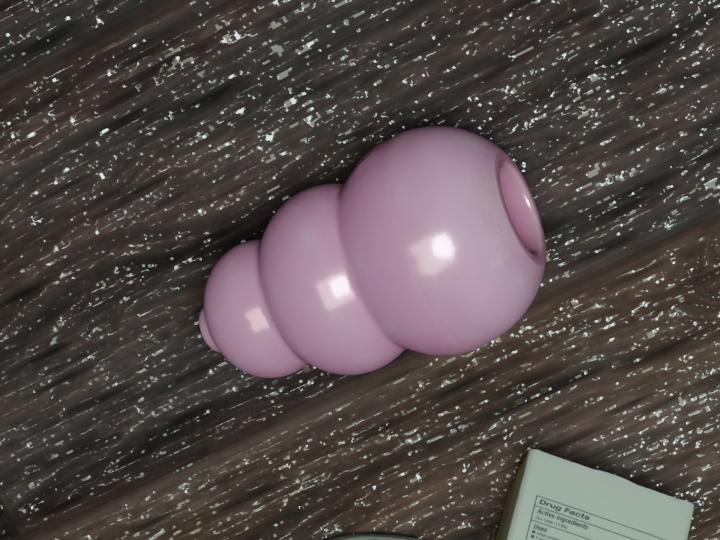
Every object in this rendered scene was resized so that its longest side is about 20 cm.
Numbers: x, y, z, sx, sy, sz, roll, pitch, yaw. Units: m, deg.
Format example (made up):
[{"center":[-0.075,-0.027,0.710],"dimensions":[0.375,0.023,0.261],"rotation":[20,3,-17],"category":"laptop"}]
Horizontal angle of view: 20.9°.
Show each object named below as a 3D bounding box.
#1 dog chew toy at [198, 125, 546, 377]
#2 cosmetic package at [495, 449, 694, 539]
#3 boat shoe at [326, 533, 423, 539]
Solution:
[{"center":[0.000,0.000,1.082],"dimensions":[0.199,0.125,0.125],"rotation":[-21,102,21],"category":"dog chew toy"},{"center":[0.111,0.213,1.082],"dimensions":[0.104,0.201,0.071],"rotation":[20,149,1],"category":"cosmetic package"},{"center":[0.047,0.208,1.151],"dimensions":[0.198,0.073,0.075],"rotation":[10,106,4],"category":"boat shoe"}]
